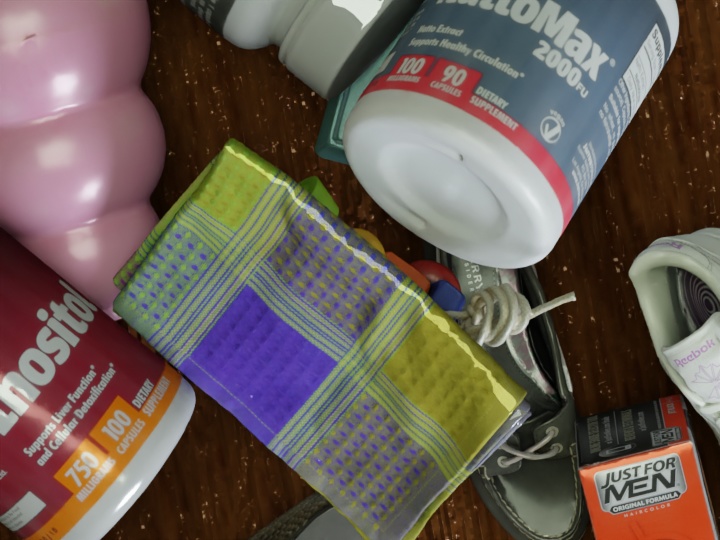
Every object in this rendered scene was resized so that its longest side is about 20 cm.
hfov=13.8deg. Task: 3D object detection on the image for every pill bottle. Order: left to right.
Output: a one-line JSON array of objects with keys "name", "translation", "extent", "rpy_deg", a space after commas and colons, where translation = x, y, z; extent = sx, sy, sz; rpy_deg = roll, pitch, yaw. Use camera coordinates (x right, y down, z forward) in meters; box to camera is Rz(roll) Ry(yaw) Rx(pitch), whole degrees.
[{"name": "pill bottle", "translation": [-0.188, 0.042, 1.452], "extent": [0.200, 0.113, 0.113], "rpy_deg": [39, 92, -9]}, {"name": "pill bottle", "translation": [-0.062, -0.185, 1.498], "extent": [0.200, 0.114, 0.114], "rpy_deg": [40, 92, 6]}, {"name": "pill bottle", "translation": [0.088, -0.113, 1.470], "extent": [0.119, 0.120, 0.201], "rpy_deg": [31, 66, 2]}]

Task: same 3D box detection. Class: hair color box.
[{"name": "hair color box", "translation": [0.159, 0.174, 1.483], "extent": [0.061, 0.102, 0.201], "rpy_deg": [-14, 100, 6]}]

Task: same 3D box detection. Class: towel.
[{"name": "towel", "translation": [-0.022, 0.040, 1.436], "extent": [0.200, 0.023, 0.144], "rpy_deg": [44, 132, 0]}]

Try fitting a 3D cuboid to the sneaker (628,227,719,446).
[{"name": "sneaker", "translation": [0.193, 0.070, 1.481], "extent": [0.075, 0.099, 0.201], "rpy_deg": [-38, 70, 25]}]

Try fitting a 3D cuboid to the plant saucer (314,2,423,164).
[{"name": "plant saucer", "translation": [0.034, -0.148, 1.547], "extent": [0.069, 0.019, 0.201], "rpy_deg": [15, 92, 3]}]

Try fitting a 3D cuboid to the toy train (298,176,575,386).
[{"name": "toy train", "translation": [0.000, 0.000, 1.461], "extent": [0.199, 0.085, 0.116], "rpy_deg": [-24, 114, 39]}]

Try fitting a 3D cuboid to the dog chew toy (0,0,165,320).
[{"name": "dog chew toy", "translation": [-0.154, -0.071, 1.511], "extent": [0.124, 0.125, 0.201], "rpy_deg": [-15, 98, 3]}]

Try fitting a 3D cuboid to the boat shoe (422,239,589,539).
[{"name": "boat shoe", "translation": [0.072, 0.050, 1.525], "extent": [0.066, 0.057, 0.201], "rpy_deg": [-15, 89, 3]}]

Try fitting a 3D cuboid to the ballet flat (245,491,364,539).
[{"name": "ballet flat", "translation": [-0.069, 0.173, 1.544], "extent": [0.200, 0.046, 0.067], "rpy_deg": [-36, 110, 8]}]
